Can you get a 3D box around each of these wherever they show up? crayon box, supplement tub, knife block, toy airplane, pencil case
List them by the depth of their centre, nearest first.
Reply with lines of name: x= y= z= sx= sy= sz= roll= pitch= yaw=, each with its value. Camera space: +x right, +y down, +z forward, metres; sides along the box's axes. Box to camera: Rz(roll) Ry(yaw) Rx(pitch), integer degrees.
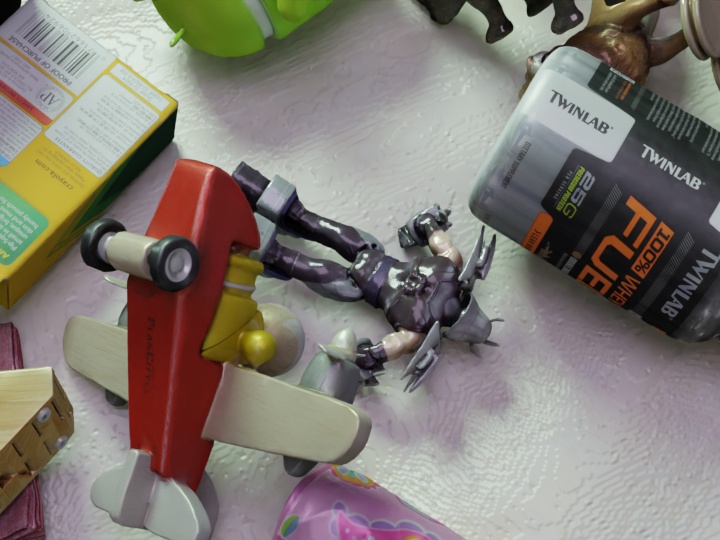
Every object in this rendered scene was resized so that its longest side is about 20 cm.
pencil case: x=0.037 y=0.189 z=0.940 sx=0.199 sy=0.088 sz=0.088 roll=30 pitch=69 yaw=15
toy airplane: x=-0.087 y=0.062 z=0.966 sx=0.141 sy=0.199 sz=0.201 roll=-11 pitch=62 yaw=-46
knife block: x=-0.294 y=0.100 z=0.975 sx=0.175 sy=0.064 sz=0.200 roll=36 pitch=71 yaw=18
supplement tub: x=0.176 y=-0.038 z=1.011 sx=0.199 sy=0.123 sz=0.123 roll=31 pitch=69 yaw=5
crayon box: x=-0.228 y=-0.068 z=1.064 sx=0.126 sy=0.052 sz=0.200 roll=37 pitch=64 yaw=7

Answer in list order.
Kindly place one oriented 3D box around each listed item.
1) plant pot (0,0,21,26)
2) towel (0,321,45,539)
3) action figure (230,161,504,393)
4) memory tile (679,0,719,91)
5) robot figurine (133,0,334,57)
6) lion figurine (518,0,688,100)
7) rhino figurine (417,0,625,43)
plant pot: x=-0.330 y=-0.193 z=1.067 sx=0.199 sy=0.178 sz=0.200 roll=30 pitch=64 yaw=21
towel: x=-0.299 y=0.117 z=1.014 sx=0.199 sy=0.023 sz=0.145 roll=-13 pitch=64 yaw=-4
action figure: x=0.000 y=0.000 z=1.040 sx=0.199 sy=0.069 sz=0.130 roll=26 pitch=61 yaw=9
memory tile: x=0.245 y=-0.198 z=1.089 sx=0.017 sy=0.153 sz=0.201 roll=-8 pitch=60 yaw=31
robot figurine: x=-0.059 y=-0.222 z=1.111 sx=0.200 sy=0.116 sz=0.176 roll=-36 pitch=39 yaw=-4
lion figurine: x=0.177 y=-0.182 z=1.117 sx=0.072 sy=0.122 sz=0.201 roll=43 pitch=48 yaw=-23
rhino figurine: x=0.087 y=-0.199 z=1.082 sx=0.060 sy=0.200 sz=0.088 roll=-40 pitch=111 yaw=-25
